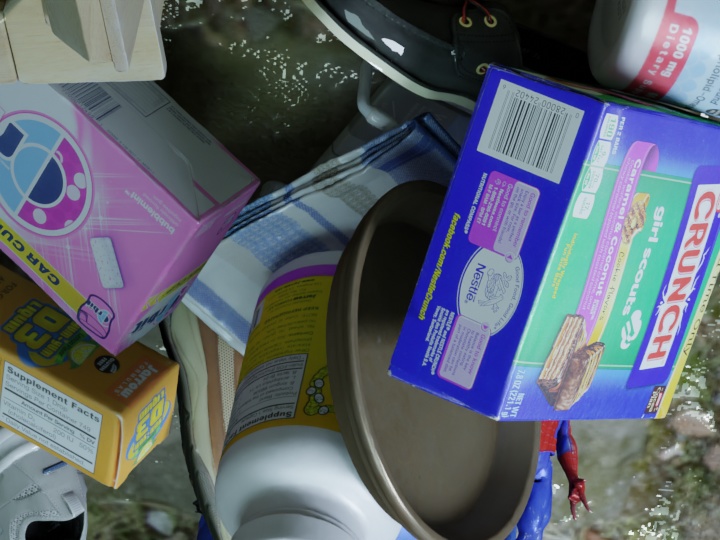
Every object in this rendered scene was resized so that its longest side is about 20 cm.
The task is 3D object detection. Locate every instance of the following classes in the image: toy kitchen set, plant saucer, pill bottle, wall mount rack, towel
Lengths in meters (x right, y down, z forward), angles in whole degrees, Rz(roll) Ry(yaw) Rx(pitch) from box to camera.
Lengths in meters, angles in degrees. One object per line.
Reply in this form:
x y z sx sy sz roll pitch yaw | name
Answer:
-0.190 -0.164 1.261 0.179 0.164 0.201 -1 133 6 | toy kitchen set
0.038 0.053 1.396 0.029 0.201 0.200 -10 132 31 | plant saucer
0.229 -0.127 1.396 0.199 0.109 0.109 14 132 -9 | pill bottle
-0.021 0.092 1.424 0.104 0.201 0.105 6 136 5 | pill bottle
0.043 -0.036 1.516 0.173 0.075 0.200 24 130 -20 | wall mount rack
0.000 0.000 1.494 0.199 0.024 0.147 -28 124 28 | towel

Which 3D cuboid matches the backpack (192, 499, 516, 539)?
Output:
0.009 0.181 1.657 0.162 0.168 0.200 25 126 -27 | backpack

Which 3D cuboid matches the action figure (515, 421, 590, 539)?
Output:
0.101 0.124 1.587 0.065 0.201 0.052 23 157 -26 | action figure

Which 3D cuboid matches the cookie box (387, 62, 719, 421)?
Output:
0.117 -0.010 1.381 0.075 0.200 0.172 24 100 30 | cookie box

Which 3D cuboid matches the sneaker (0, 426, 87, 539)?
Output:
-0.216 0.170 1.687 0.074 0.082 0.200 -23 157 -22 | sneaker

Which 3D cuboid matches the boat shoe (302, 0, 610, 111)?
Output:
0.051 -0.120 1.386 0.201 0.074 0.063 23 114 -40 | boat shoe

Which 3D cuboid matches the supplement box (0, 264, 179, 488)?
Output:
-0.207 0.047 1.560 0.199 0.067 0.069 29 133 14 | supplement box

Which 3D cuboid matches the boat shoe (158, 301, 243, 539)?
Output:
-0.074 0.078 1.585 0.073 0.076 0.201 -12 99 -9 | boat shoe

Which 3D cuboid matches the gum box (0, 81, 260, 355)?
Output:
-0.167 -0.067 1.454 0.200 0.066 0.114 43 128 8 | gum box
